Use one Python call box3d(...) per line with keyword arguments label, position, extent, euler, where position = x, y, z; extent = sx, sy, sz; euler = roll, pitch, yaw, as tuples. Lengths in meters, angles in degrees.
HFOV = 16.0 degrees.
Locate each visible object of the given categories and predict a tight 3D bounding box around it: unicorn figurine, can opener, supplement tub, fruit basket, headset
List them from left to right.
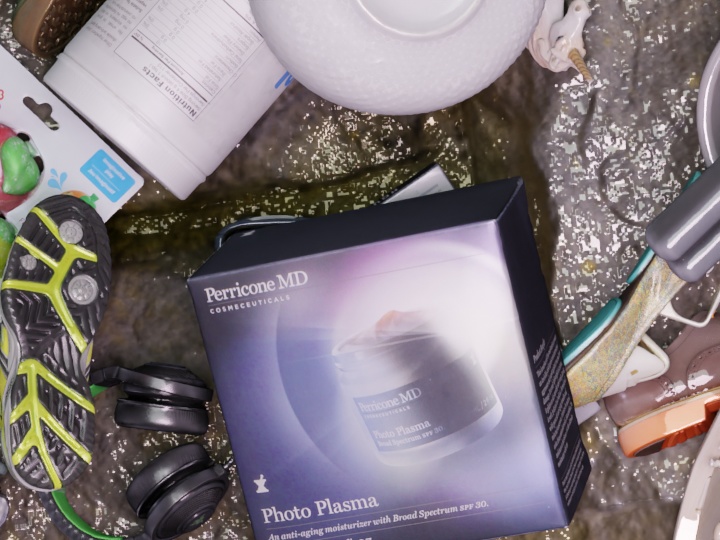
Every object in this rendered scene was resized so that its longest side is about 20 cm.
box3d(label="fruit basket", position=(-0.281, -0.054, 1.750), extent=(0.185, 0.094, 0.200), euler=(44, 85, 11))
box3d(label="headset", position=(-0.120, 0.119, 1.724), extent=(0.200, 0.094, 0.124), euler=(-15, 78, 20))
box3d(label="supplement tub", position=(-0.101, -0.162, 1.724), extent=(0.132, 0.132, 0.200), euler=(40, 88, 11))
box3d(label="unicorn figurine", position=(0.106, -0.218, 1.745), extent=(0.200, 0.074, 0.137), euler=(23, 94, 24))
box3d(label="can opener", position=(0.256, -0.079, 1.604), extent=(0.200, 0.053, 0.066), euler=(-47, 39, 2))

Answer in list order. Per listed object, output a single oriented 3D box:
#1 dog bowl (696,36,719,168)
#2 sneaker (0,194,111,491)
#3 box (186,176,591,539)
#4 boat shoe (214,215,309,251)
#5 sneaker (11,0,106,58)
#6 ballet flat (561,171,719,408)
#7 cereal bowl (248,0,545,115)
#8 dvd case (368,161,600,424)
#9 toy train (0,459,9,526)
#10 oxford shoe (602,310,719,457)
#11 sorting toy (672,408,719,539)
box3d(label="dog bowl", position=(0.309, -0.101, 1.658), extent=(0.200, 0.059, 0.200), euler=(5, 103, 24))
box3d(label="sneaker", position=(-0.213, 0.048, 1.699), extent=(0.075, 0.076, 0.200), euler=(12, 75, -21))
box3d(label="box", position=(0.020, 0.065, 1.587), extent=(0.200, 0.123, 0.198), euler=(-11, 101, 14))
box3d(label="boat shoe", position=(0.000, 0.000, 1.720), extent=(0.200, 0.062, 0.075), euler=(16, 83, 9))
box3d(label="sneaker", position=(-0.199, -0.250, 1.789), extent=(0.090, 0.067, 0.200), euler=(32, 87, 21))
box3d(label="ballet flat", position=(0.187, 0.029, 1.654), extent=(0.071, 0.071, 0.200), euler=(37, 90, 11))
box3d(label="cereal bowl", position=(0.029, -0.195, 1.637), extent=(0.200, 0.083, 0.200), euler=(-1, 97, -10))
box3d(label="dvd case", position=(0.043, 0.052, 1.686), extent=(0.150, 0.025, 0.200), euler=(-35, 101, -1))
box3d(label="toy train", position=(-0.323, 0.117, 1.697), extent=(0.200, 0.114, 0.085), euler=(27, 86, 33))
box3d(label="oxford shoe", position=(0.252, 0.051, 1.678), extent=(0.200, 0.071, 0.073), euler=(-24, 75, 3))
box3d(label="sorting toy", position=(0.305, 0.152, 1.621), extent=(0.180, 0.200, 0.107), euler=(13, 50, -4))
